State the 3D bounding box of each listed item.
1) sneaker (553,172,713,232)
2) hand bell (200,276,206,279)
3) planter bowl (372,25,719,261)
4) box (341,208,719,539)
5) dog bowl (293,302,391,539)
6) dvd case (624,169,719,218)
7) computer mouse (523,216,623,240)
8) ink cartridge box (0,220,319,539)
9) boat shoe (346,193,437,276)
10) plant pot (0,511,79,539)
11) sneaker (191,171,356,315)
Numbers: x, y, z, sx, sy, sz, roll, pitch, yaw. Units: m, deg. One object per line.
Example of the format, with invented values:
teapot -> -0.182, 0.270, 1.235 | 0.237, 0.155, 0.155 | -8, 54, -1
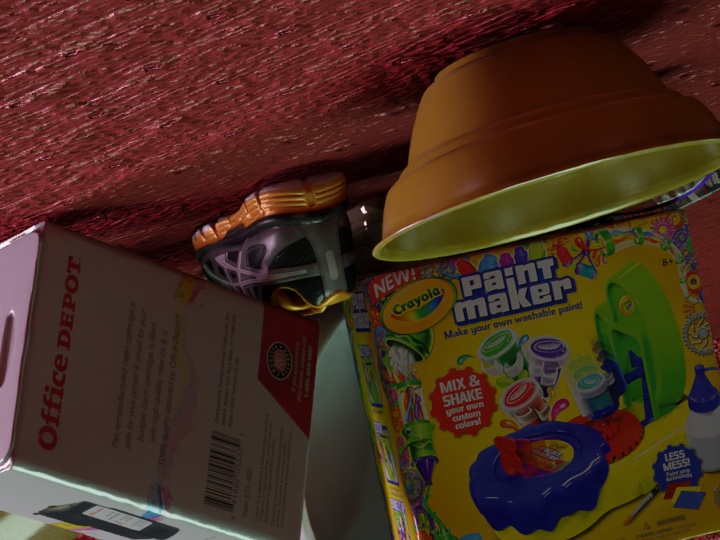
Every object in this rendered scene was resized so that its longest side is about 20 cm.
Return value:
sneaker -> 0.139, -0.063, 1.532 | 0.199, 0.070, 0.099 | -12, 178, 33
hand bell -> -0.044, 0.086, 1.691 | 0.104, 0.105, 0.199 | -22, 145, 40
planter bowl -> 0.091, -0.073, 1.284 | 0.199, 0.084, 0.200 | -16, 173, -2
box -> 0.108, 0.078, 1.504 | 0.199, 0.194, 0.122 | -13, 180, -8
dog bowl -> -0.015, 0.111, 1.611 | 0.078, 0.202, 0.200 | 2, -177, 34
dvd case -> 0.151, -0.023, 1.785 | 0.199, 0.022, 0.146 | -27, -176, -15
computer mouse -> 0.090, -0.028, 1.674 | 0.138, 0.053, 0.200 | -27, -176, -21
ink cartridge box -> -0.129, 0.076, 1.419 | 0.199, 0.147, 0.083 | 22, 153, -34
boat shoe -> 0.000, 0.000, 1.686 | 0.071, 0.065, 0.200 | -13, 172, -19
plant pot -> -0.202, 0.087, 1.579 | 0.199, 0.187, 0.186 | -30, 171, 6
sneaker -> -0.051, -0.003, 1.525 | 0.078, 0.078, 0.200 | -16, 174, -15
